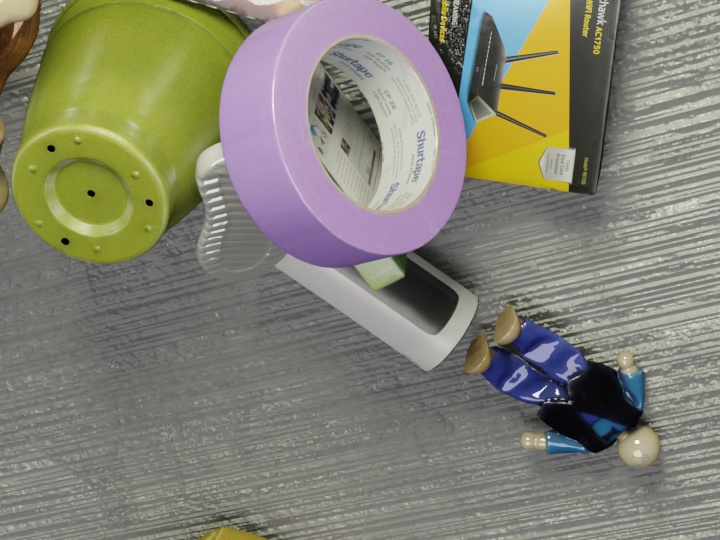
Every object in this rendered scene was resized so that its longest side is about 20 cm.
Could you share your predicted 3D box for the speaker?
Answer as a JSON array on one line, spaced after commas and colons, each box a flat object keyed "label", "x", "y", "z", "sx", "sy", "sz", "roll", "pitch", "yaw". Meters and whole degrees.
[{"label": "speaker", "x": 0.000, "y": 0.000, "z": 1.641, "sx": 0.200, "sy": 0.081, "sz": 0.081, "roll": 35, "pitch": 125, "yaw": -11}]

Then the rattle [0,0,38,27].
[{"label": "rattle", "x": -0.318, "y": -0.277, "z": 1.427, "sx": 0.130, "sy": 0.143, "sz": 0.200, "roll": -18, "pitch": 105, "yaw": -12}]

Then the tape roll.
[{"label": "tape roll", "x": -0.011, "y": -0.105, "z": 1.444, "sx": 0.066, "sy": 0.200, "sz": 0.200, "roll": -13, "pitch": 123, "yaw": 47}]

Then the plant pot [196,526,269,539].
[{"label": "plant pot", "x": -0.132, "y": 0.373, "z": 1.872, "sx": 0.194, "sy": 0.196, "sz": 0.200, "roll": -32, "pitch": 103, "yaw": 30}]

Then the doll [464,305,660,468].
[{"label": "doll", "x": 0.187, "y": 0.115, "z": 1.693, "sx": 0.200, "sy": 0.048, "sz": 0.136, "roll": 34, "pitch": 116, "yaw": -18}]

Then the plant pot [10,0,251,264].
[{"label": "plant pot", "x": -0.191, "y": -0.109, "z": 1.542, "sx": 0.200, "sy": 0.193, "sz": 0.201, "roll": 6, "pitch": 125, "yaw": 9}]

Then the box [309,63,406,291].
[{"label": "box", "x": -0.026, "y": -0.097, "z": 1.539, "sx": 0.036, "sy": 0.144, "sz": 0.200, "roll": -30, "pitch": 112, "yaw": 21}]

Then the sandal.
[{"label": "sandal", "x": -0.094, "y": -0.056, "z": 1.531, "sx": 0.082, "sy": 0.050, "sz": 0.203, "roll": -5, "pitch": 152, "yaw": -7}]

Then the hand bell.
[{"label": "hand bell", "x": -0.297, "y": -0.142, "z": 1.511, "sx": 0.104, "sy": 0.104, "sz": 0.200, "roll": 29, "pitch": 127, "yaw": -7}]

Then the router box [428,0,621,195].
[{"label": "router box", "x": 0.128, "y": -0.166, "z": 1.510, "sx": 0.149, "sy": 0.051, "sz": 0.200, "roll": 8, "pitch": 124, "yaw": 8}]

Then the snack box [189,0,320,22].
[{"label": "snack box", "x": -0.111, "y": -0.248, "z": 1.524, "sx": 0.200, "sy": 0.024, "sz": 0.072, "roll": 16, "pitch": 115, "yaw": 3}]
